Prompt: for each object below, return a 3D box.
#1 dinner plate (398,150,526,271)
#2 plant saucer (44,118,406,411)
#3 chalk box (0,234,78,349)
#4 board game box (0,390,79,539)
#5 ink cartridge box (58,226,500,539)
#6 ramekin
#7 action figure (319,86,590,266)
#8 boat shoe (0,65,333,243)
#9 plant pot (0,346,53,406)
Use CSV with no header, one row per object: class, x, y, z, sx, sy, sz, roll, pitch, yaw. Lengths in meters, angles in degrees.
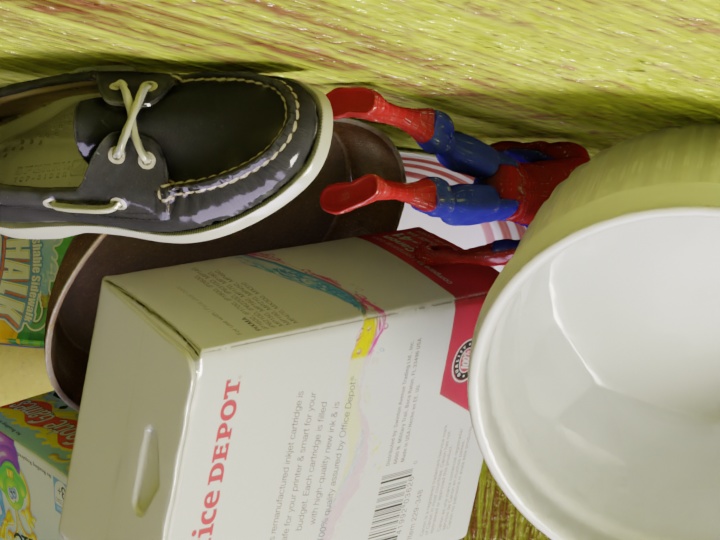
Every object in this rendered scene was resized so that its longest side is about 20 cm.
dinner plate,0.000,0.000,1.270,0.199,0.024,0.200,-6,138,-6
plant saucer,-0.069,-0.008,1.094,0.200,0.200,0.035,10,-144,-53
chalk box,-0.162,-0.020,1.187,0.199,0.125,0.124,3,176,23
board game box,-0.089,0.110,1.199,0.200,0.103,0.105,-17,-154,-34
ink cartridge box,-0.032,0.069,1.087,0.200,0.148,0.086,-8,-150,-39
ramekin,0.151,0.031,0.994,0.199,0.201,0.105,5,-148,10
action figure,0.039,-0.038,1.066,0.099,0.065,0.200,-7,168,42
boat shoe,-0.105,-0.056,0.975,0.200,0.074,0.060,-1,158,35
plant pot,-0.184,0.037,1.434,0.141,0.201,0.200,9,177,0
